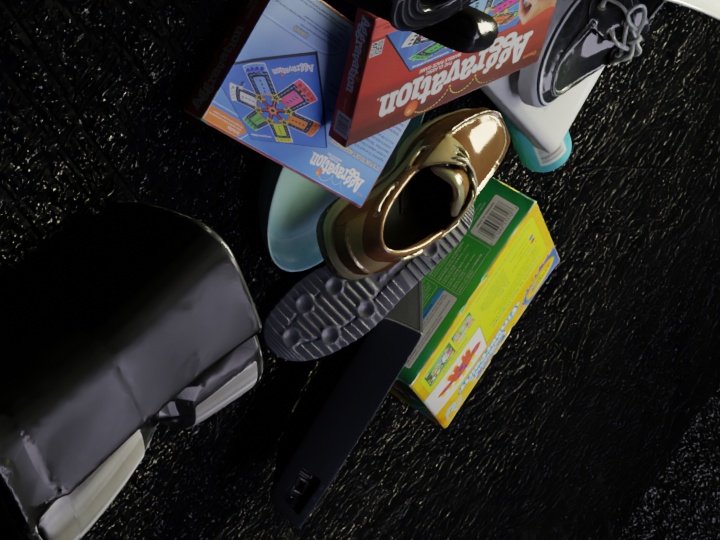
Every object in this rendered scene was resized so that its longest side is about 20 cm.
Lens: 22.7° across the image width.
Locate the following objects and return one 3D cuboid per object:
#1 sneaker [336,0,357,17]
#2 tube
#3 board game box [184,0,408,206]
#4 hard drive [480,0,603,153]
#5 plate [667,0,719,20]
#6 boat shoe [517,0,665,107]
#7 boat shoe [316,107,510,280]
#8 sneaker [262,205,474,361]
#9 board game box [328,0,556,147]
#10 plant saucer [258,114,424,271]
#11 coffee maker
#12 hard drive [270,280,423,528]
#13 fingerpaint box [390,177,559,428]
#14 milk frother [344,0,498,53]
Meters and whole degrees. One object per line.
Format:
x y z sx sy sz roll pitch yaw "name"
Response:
0.026 -0.201 1.215 0.083 0.081 0.200 -45 156 15 "sneaker"
0.146 -0.153 1.570 0.078 0.050 0.200 -59 155 -15 "tube"
-0.029 -0.116 1.178 0.103 0.019 0.200 -61 147 2 "board game box"
0.149 -0.192 1.485 0.132 0.026 0.200 -60 148 -4 "hard drive"
0.266 -0.306 1.437 0.200 0.032 0.200 8 87 -46 "plate"
0.207 -0.205 1.467 0.199 0.068 0.074 -48 146 -22 "boat shoe"
0.054 -0.057 1.337 0.200 0.074 0.076 -43 113 -36 "boat shoe"
0.000 0.000 1.423 0.200 0.070 0.082 -37 -165 -13 "sneaker"
0.063 -0.157 1.204 0.200 0.019 0.103 -28 146 -38 "board game box"
-0.014 -0.092 1.310 0.200 0.027 0.200 -47 157 -27 "plant saucer"
-0.160 0.051 1.026 0.200 0.135 0.192 -46 155 -32 "coffee maker"
-0.013 0.102 1.481 0.200 0.042 0.135 -59 -171 19 "hard drive"
0.090 0.028 1.649 0.200 0.073 0.167 -55 158 -7 "fingerpaint box"
0.032 -0.227 0.997 0.181 0.188 0.200 -61 159 4 "milk frother"
